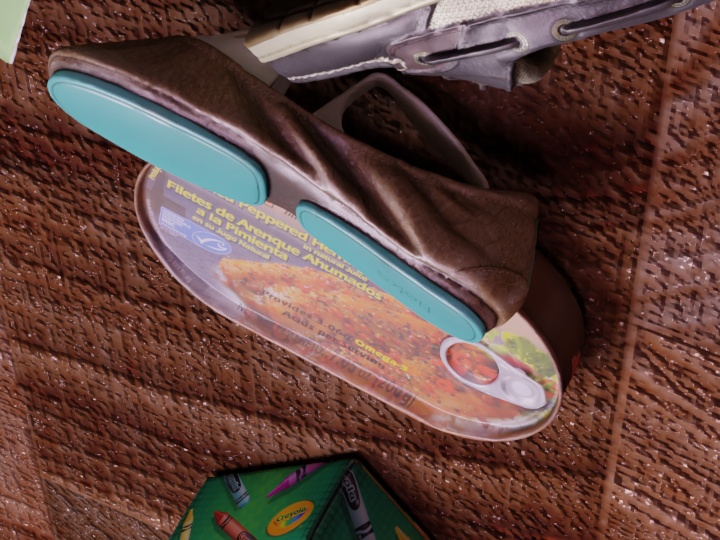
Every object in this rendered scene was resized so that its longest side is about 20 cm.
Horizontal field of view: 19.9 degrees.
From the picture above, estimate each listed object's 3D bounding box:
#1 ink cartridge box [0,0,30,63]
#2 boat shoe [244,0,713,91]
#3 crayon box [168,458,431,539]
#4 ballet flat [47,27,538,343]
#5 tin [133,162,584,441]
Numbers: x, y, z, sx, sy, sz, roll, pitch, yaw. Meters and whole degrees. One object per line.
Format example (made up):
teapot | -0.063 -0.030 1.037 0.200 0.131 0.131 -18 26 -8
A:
ink cartridge box | -0.131 -0.172 0.723 0.103 0.059 0.200 33 146 -1
boat shoe | 0.044 -0.090 0.677 0.200 0.072 0.066 -17 118 43
crayon box | 0.005 0.187 1.060 0.118 0.058 0.200 -12 126 46
ballet flat | -0.019 -0.050 0.774 0.199 0.073 0.068 29 164 6
tin | 0.000 0.000 0.853 0.199 0.042 0.112 28 150 6
